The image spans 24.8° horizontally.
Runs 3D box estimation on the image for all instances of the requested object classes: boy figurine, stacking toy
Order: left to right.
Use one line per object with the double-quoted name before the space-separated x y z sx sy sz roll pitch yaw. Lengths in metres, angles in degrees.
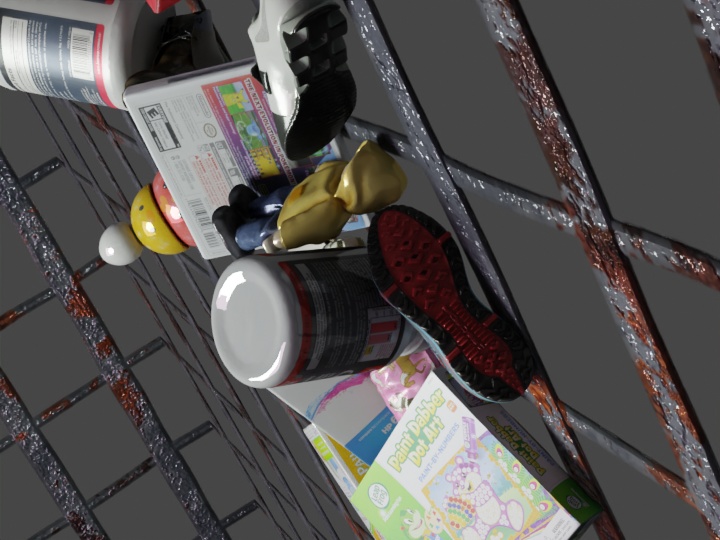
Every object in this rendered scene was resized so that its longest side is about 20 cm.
"stacking toy" -0.209 -0.064 1.865 0.146 0.199 0.146 56 -174 -9
"boy figurine" -0.045 -0.060 1.468 0.199 0.124 0.065 -17 118 44

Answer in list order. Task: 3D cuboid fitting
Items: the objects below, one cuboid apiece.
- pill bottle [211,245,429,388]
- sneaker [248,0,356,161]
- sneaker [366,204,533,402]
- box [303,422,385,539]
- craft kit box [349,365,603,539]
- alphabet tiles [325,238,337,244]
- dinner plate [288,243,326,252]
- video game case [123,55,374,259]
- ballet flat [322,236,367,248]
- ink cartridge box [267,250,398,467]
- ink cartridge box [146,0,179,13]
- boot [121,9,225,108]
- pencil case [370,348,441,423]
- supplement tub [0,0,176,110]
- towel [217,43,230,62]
"pill bottle" -0.024 0.038 1.463 0.116 0.199 0.117 6 99 47
"sneaker" -0.054 -0.179 1.389 0.089 0.074 0.200 50 155 28
"sneaker" 0.067 0.036 1.429 0.200 0.079 0.096 56 169 6
"box" 0.031 0.245 1.993 0.201 0.101 0.113 56 167 4
"craft kit box" 0.103 0.219 1.541 0.198 0.048 0.200 47 131 22
"alphabet tiles" -0.069 -0.067 1.834 0.201 0.008 0.167 60 167 -15
"dinner plate" -0.033 0.025 1.860 0.200 0.024 0.200 49 168 15
"video game case" -0.102 -0.107 1.544 0.023 0.181 0.201 -78 -29 -50
"ballet flat" 0.000 0.000 1.646 0.200 0.069 0.070 34 153 56
"ink cartridge box" -0.040 0.090 1.706 0.200 0.085 0.145 39 -164 -27
"ink cartridge box" -0.185 -0.339 1.451 0.145 0.084 0.200 57 168 6
"boot" -0.189 -0.211 1.622 0.200 0.074 0.098 -20 -78 -72
"pencil case" 0.091 0.155 1.609 0.200 0.086 0.083 53 -175 12
"supplement tub" -0.300 -0.245 1.666 0.199 0.141 0.141 12 150 15
"towel" -0.128 -0.166 1.772 0.201 0.022 0.147 59 166 12
